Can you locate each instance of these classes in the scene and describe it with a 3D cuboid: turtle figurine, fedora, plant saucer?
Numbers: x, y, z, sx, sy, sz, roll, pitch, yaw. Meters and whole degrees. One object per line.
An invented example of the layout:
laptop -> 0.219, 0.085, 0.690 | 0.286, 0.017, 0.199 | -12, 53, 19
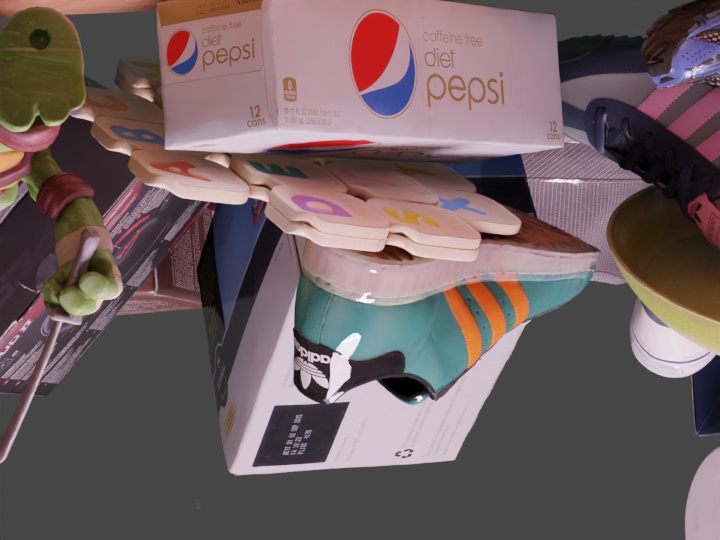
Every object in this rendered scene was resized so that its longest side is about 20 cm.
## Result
turtle figurine -> -0.171, -0.023, 1.159 | 0.200, 0.144, 0.194 | -47, 170, -21
fedora -> 0.107, -0.040, 1.582 | 0.176, 0.091, 0.200 | 2, -175, 3
plant saucer -> 0.214, 0.005, 1.350 | 0.199, 0.031, 0.200 | 4, -156, -2

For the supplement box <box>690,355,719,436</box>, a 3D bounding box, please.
supplement box -> 0.305, -0.006, 1.676 | 0.199, 0.201, 0.134 | -7, 173, 28

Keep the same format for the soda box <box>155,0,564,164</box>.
soda box -> 0.003, -0.083, 1.237 | 0.068, 0.064, 0.199 | -7, 176, 40

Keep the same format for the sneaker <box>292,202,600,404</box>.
sneaker -> 0.034, 0.015, 1.300 | 0.071, 0.080, 0.199 | 29, -159, 33

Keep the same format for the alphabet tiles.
alphabet tiles -> -0.030, -0.053, 1.281 | 0.195, 0.015, 0.200 | 6, -159, -33

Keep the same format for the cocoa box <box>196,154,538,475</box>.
cocoa box -> 0.000, 0.000, 1.470 | 0.133, 0.132, 0.200 | -3, 149, -15

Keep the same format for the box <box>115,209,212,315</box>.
box -> -0.135, -0.028, 1.648 | 0.074, 0.101, 0.200 | -4, 176, 5

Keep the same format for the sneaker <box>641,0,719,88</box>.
sneaker -> 0.213, -0.089, 1.265 | 0.199, 0.079, 0.075 | -2, 175, -29

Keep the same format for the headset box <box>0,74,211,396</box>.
headset box -> -0.155, -0.018, 1.388 | 0.075, 0.149, 0.200 | 41, -177, 7

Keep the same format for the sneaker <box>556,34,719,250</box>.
sneaker -> 0.161, -0.054, 1.349 | 0.199, 0.082, 0.070 | 15, 147, 23

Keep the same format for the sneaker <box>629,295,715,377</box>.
sneaker -> 0.213, -0.031, 1.552 | 0.073, 0.200, 0.071 | 27, 155, 12

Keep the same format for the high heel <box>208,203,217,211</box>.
high heel -> -0.071, -0.067, 1.652 | 0.067, 0.096, 0.200 | -43, -172, 14

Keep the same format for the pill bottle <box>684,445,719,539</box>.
pill bottle -> 0.290, 0.144, 1.611 | 0.199, 0.110, 0.109 | 4, 173, -29
